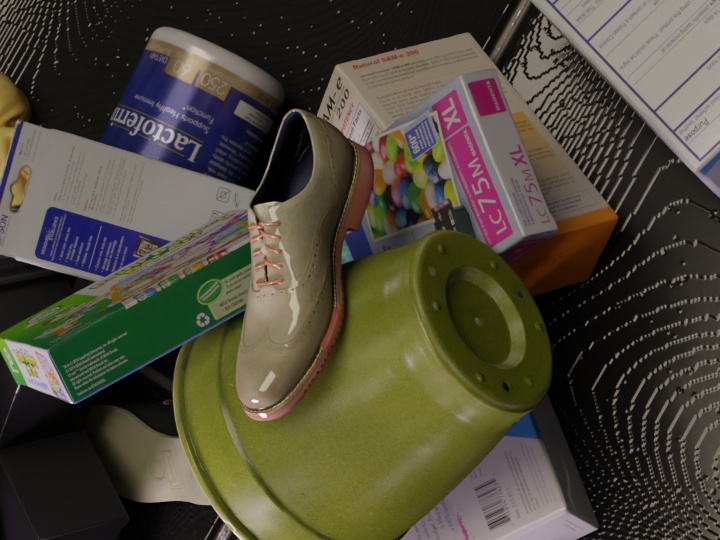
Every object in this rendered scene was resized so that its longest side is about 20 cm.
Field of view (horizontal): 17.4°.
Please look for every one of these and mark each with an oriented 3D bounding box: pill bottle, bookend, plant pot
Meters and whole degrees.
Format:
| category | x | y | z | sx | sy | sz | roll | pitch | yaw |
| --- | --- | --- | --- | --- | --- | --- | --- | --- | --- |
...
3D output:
| category | x | y | z | sx | sy | sz | roll | pitch | yaw |
| --- | --- | --- | --- | --- | --- | --- | --- | --- | --- |
| pill bottle | -0.149 | -0.076 | 1.814 | 0.115 | 0.116 | 0.201 | 23 | 86 | 29 |
| bookend | -0.231 | 0.123 | 1.746 | 0.199 | 0.092 | 0.200 | 58 | 142 | 29 |
| plant pot | 0.015 | 0.073 | 1.532 | 0.193 | 0.200 | 0.201 | -34 | 61 | 35 |

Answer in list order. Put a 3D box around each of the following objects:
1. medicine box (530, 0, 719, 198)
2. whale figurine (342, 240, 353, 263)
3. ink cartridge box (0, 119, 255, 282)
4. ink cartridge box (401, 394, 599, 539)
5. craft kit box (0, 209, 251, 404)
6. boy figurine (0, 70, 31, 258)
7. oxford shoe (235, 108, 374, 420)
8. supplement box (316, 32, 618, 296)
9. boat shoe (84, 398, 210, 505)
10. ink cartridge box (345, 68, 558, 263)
| category | x | y | z | sx | sy | sz | roll | pitch | yaw |
| --- | --- | --- | --- | --- | --- | --- | --- | --- | --- |
| medicine box | 0.255 | -0.179 | 1.656 | 0.182 | 0.103 | 0.200 | -44 | 62 | 8 |
| whale figurine | 0.000 | 0.000 | 1.724 | 0.200 | 0.104 | 0.159 | 31 | 89 | 32 |
| ink cartridge box | -0.179 | -0.039 | 1.717 | 0.039 | 0.199 | 0.100 | 15 | 87 | 60 |
| ink cartridge box | 0.053 | 0.167 | 1.669 | 0.199 | 0.068 | 0.115 | -27 | 63 | 16 |
| craft kit box | -0.137 | 0.020 | 1.597 | 0.200 | 0.197 | 0.049 | -29 | 97 | -16 |
| boy figurine | -0.301 | -0.068 | 1.915 | 0.124 | 0.064 | 0.201 | -17 | 67 | 21 |
| oxford shoe | -0.051 | -0.006 | 1.465 | 0.071 | 0.074 | 0.201 | -8 | 58 | 35 |
| supplement box | 0.073 | -0.070 | 1.693 | 0.200 | 0.126 | 0.074 | 54 | 143 | 28 |
| boat shoe | -0.139 | 0.134 | 1.780 | 0.201 | 0.063 | 0.074 | 5 | 112 | 39 |
| ink cartridge box | 0.042 | -0.040 | 1.604 | 0.200 | 0.042 | 0.120 | -35 | 72 | 50 |
